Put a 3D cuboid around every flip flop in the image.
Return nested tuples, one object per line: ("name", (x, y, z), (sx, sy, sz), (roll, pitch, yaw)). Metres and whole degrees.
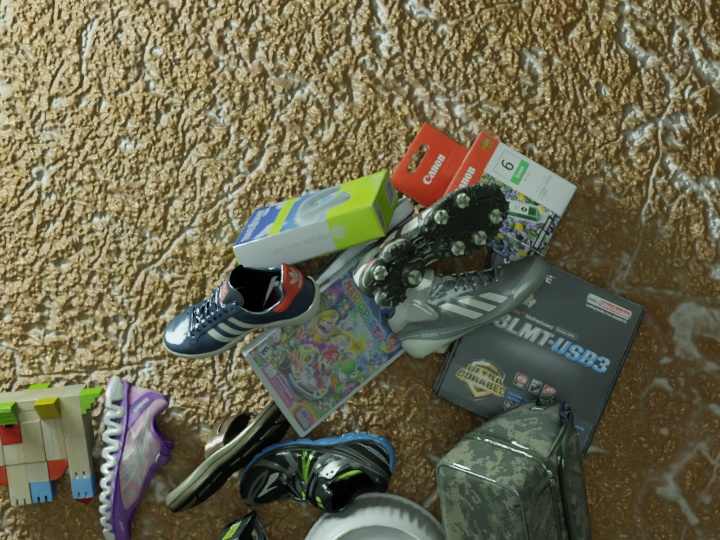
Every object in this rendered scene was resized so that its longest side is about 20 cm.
("flip flop", (-0.159, 0.210, 1.730), (0.200, 0.081, 0.058), (-41, 67, 3))

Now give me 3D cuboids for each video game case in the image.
("video game case", (-0.028, 0.083, 1.695), (0.199, 0.018, 0.144), (-39, 123, -11))

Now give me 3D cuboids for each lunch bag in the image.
("lunch bag", (0.190, 0.262, 1.654), (0.138, 0.167, 0.202), (10, 123, 40))

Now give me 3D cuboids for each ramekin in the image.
("ramekin", (0.020, 0.369, 1.704), (0.197, 0.105, 0.203), (0, 90, 2))

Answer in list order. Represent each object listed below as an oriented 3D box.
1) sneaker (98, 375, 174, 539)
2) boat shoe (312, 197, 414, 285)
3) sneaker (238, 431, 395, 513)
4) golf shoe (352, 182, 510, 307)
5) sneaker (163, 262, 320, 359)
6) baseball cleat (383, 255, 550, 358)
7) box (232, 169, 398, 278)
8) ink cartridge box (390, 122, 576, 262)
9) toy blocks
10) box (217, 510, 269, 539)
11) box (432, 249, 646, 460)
("sneaker", (-0.267, 0.229, 1.730), (0.087, 0.080, 0.203), (4, 91, -11))
("boat shoe", (0.000, 0.000, 1.726), (0.200, 0.072, 0.066), (-45, 99, -2))
("sneaker", (-0.055, 0.245, 1.700), (0.197, 0.071, 0.083), (-12, 46, 16))
("golf shoe", (0.075, -0.041, 1.639), (0.199, 0.088, 0.078), (-33, 112, -12))
("sneaker", (-0.148, 0.037, 1.628), (0.198, 0.085, 0.076), (-21, 56, 17))
("baseball cleat", (0.117, 0.024, 1.665), (0.199, 0.070, 0.107), (-34, 110, 14))
("box", (-0.060, -0.051, 1.677), (0.198, 0.122, 0.048), (-16, 110, 16))
("ink cartridge box", (0.144, -0.099, 1.710), (0.199, 0.050, 0.110), (31, 62, 2))
("toy blocks", (-0.395, 0.216, 1.730), (0.197, 0.100, 0.139), (-6, 100, 1))
("box", (-0.104, 0.388, 1.664), (0.047, 0.193, 0.202), (-26, 88, 3))
("box", (0.212, 0.096, 1.730), (0.198, 0.050, 0.201), (24, 91, 1))
